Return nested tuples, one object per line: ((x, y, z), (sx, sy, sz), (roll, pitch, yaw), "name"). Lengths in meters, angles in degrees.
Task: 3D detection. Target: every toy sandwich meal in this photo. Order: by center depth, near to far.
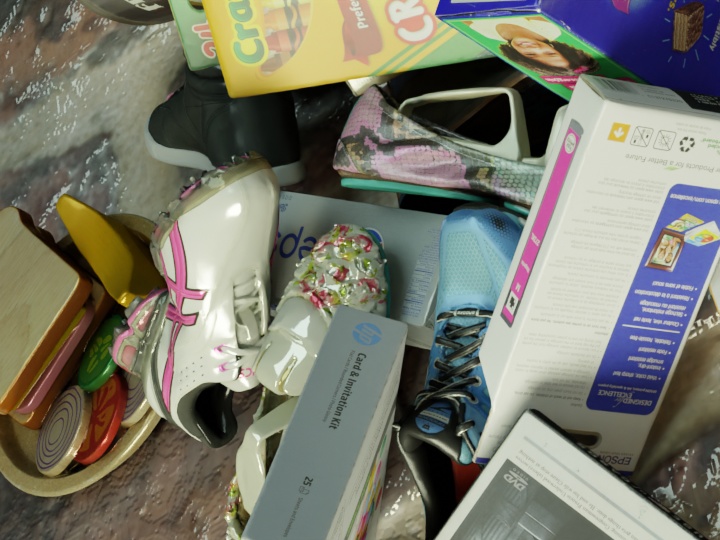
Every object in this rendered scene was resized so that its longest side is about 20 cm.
((-0.188, 0.041, 1.676), (0.205, 0.070, 0.205), (-23, 55, 37), "toy sandwich meal")

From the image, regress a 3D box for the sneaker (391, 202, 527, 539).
((0.061, 0.064, 1.357), (0.078, 0.090, 0.200), (-8, 83, 43), "sneaker")

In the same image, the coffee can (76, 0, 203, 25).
((-0.090, -0.233, 1.631), (0.200, 0.146, 0.146), (-6, 65, 58), "coffee can")

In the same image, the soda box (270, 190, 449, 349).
((0.000, 0.000, 1.505), (0.200, 0.068, 0.063), (10, 78, 47), "soda box")

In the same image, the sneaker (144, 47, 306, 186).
((-0.082, -0.110, 1.600), (0.200, 0.071, 0.099), (-153, 57, -68), "sneaker")

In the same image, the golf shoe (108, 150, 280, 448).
((-0.072, 0.016, 1.476), (0.092, 0.073, 0.200), (49, 145, 20), "golf shoe")

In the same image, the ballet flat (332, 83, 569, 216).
((0.081, -0.057, 1.403), (0.200, 0.069, 0.071), (15, 94, 22), "ballet flat")

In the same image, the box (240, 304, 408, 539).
((-0.024, 0.141, 1.347), (0.200, 0.041, 0.156), (99, -170, -47), "box")

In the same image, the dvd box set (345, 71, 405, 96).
((0.046, -0.197, 1.444), (0.200, 0.146, 0.029), (-26, 21, 22), "dvd box set")

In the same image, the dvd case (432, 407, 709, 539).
((0.083, 0.190, 1.301), (0.150, 0.025, 0.200), (37, 98, 16), "dvd case")

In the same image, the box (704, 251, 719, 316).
((0.232, 0.017, 1.282), (0.119, 0.041, 0.200), (-38, 49, 27), "box")

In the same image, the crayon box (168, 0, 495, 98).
((-0.017, -0.165, 1.426), (0.200, 0.127, 0.051), (-9, 28, 15), "crayon box")

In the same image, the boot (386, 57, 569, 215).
((0.084, -0.115, 1.475), (0.200, 0.075, 0.097), (-36, 50, 30), "boot")

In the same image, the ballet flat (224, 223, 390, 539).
((-0.030, 0.071, 1.444), (0.076, 0.064, 0.200), (34, 125, 39), "ballet flat")

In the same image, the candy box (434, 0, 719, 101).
((0.148, -0.161, 1.338), (0.077, 0.200, 0.169), (4, 72, 49), "candy box")

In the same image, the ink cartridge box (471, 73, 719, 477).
((0.120, 0.006, 1.315), (0.037, 0.095, 0.200), (51, 128, 56), "ink cartridge box")
